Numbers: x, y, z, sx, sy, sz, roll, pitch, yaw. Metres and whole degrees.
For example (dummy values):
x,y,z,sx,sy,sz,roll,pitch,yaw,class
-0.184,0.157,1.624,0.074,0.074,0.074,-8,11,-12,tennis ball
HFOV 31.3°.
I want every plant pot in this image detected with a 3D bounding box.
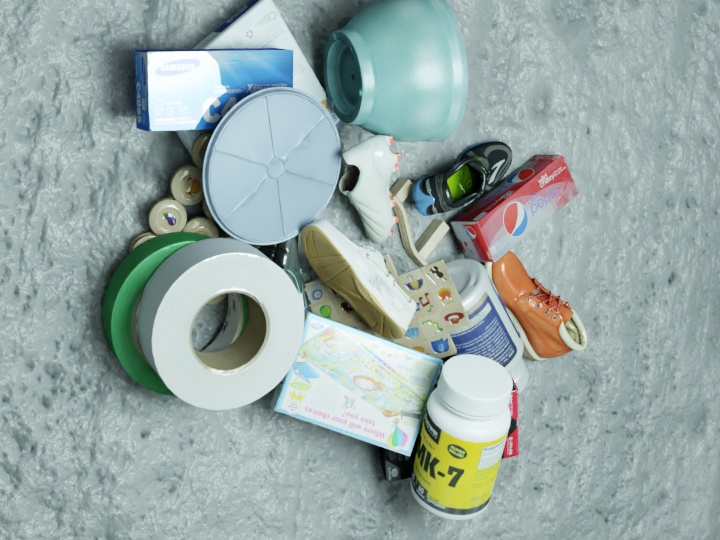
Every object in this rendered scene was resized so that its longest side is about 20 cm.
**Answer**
x,y,z,sx,sy,sz,roll,pitch,yaw,class
0.033,-0.258,1.662,0.132,0.200,0.204,-12,102,-25,plant pot

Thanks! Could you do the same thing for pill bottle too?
x,y,z,sx,sy,sz,roll,pitch,yaw,class
0.165,0.092,1.820,0.111,0.111,0.201,-43,123,-18,pill bottle
0.135,0.219,1.697,0.113,0.114,0.202,-10,127,-28,pill bottle

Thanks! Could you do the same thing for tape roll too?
x,y,z,sx,sy,sz,roll,pitch,yaw,class
-0.171,0.065,1.580,0.199,0.071,0.206,-8,109,-24,tape roll
-0.224,0.055,1.618,0.198,0.048,0.204,-9,110,-24,tape roll

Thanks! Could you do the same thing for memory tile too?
x,y,z,sx,sy,sz,roll,pitch,yaw,class
-0.190,-0.064,1.632,0.152,0.017,0.201,30,96,-30,memory tile

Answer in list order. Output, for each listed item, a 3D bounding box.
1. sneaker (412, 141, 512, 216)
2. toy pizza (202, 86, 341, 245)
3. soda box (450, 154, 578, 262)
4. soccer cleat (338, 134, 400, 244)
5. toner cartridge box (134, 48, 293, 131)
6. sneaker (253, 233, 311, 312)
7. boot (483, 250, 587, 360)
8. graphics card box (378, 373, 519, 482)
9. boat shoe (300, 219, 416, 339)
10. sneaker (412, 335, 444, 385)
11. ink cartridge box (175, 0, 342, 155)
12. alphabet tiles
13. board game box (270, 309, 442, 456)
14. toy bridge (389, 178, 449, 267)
x,y,z,sx,sy,sz,roll,pitch,yaw,class
0.156,-0.127,1.801,0.199,0.082,0.072,-31,109,-42,sneaker
-0.113,-0.131,1.607,0.198,0.032,0.203,-13,115,-30,toy pizza
0.224,-0.090,1.850,0.199,0.063,0.071,-37,112,-30,soda box
0.008,-0.105,1.702,0.076,0.070,0.201,-16,146,-12,soccer cleat
-0.177,-0.224,1.579,0.197,0.043,0.097,-7,104,-31,toner cartridge box
-0.106,0.031,1.699,0.079,0.075,0.203,2,101,-43,sneaker
0.257,0.043,1.870,0.075,0.106,0.201,-50,117,-33,boot
0.122,0.219,1.794,0.197,0.051,0.127,-11,126,-8,graphics card box
0.000,0.000,1.679,0.200,0.070,0.070,50,56,-23,boat shoe
0.091,0.164,1.814,0.070,0.075,0.202,-33,110,-22,sneaker
-0.145,-0.214,1.652,0.199,0.040,0.201,-42,118,-18,ink cartridge box
0.040,0.060,1.738,0.197,0.008,0.169,-19,109,16,alphabet tiles
-0.005,0.149,1.692,0.197,0.034,0.136,21,89,-15,board game box
0.097,-0.042,1.820,0.067,0.027,0.200,-50,117,-14,toy bridge
